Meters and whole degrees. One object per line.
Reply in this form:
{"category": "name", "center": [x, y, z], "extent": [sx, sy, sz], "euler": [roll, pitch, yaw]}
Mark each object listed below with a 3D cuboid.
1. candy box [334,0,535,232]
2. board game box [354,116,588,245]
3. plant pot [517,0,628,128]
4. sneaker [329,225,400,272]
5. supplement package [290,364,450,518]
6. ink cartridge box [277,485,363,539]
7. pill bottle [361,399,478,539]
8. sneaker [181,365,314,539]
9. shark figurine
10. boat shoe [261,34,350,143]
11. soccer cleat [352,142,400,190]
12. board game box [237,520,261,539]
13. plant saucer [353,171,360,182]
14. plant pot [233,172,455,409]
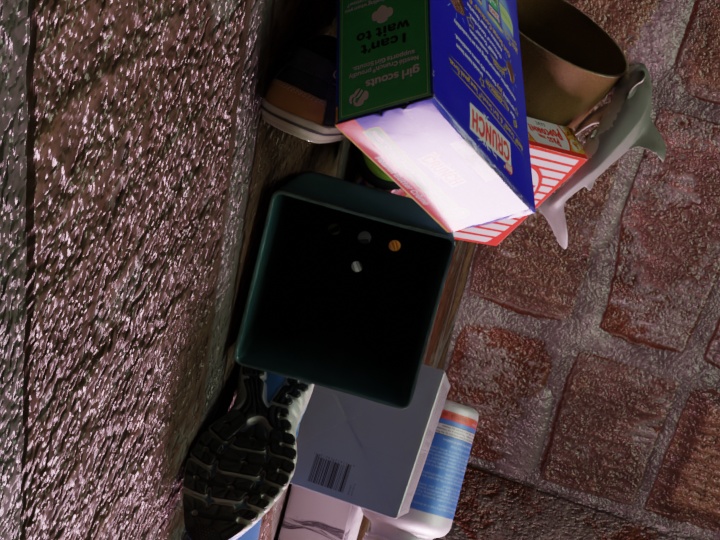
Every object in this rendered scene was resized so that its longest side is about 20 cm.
{"category": "candy box", "center": [0.053, -0.152, 0.927], "extent": [0.169, 0.077, 0.201], "euler": [41, 41, -51]}
{"category": "board game box", "center": [0.109, -0.098, 1.336], "extent": [0.152, 0.200, 0.046], "euler": [-46, -128, 35]}
{"category": "plant pot", "center": [0.157, -0.186, 1.420], "extent": [0.200, 0.186, 0.186], "euler": [-58, 180, 30]}
{"category": "sneaker", "center": [0.000, 0.000, 1.322], "extent": [0.200, 0.077, 0.078], "euler": [90, -14, -60]}
{"category": "supplement package", "center": [-0.003, 0.158, 1.350], "extent": [0.200, 0.151, 0.151], "euler": [57, 51, -80]}
{"category": "ink cartridge box", "center": [-0.039, 0.281, 1.610], "extent": [0.147, 0.082, 0.201], "euler": [-35, 140, -78]}
{"category": "pill bottle", "center": [0.064, 0.249, 1.555], "extent": [0.112, 0.112, 0.201], "euler": [64, 40, -78]}
{"category": "sneaker", "center": [-0.085, 0.149, 1.050], "extent": [0.200, 0.078, 0.090], "euler": [-63, 171, -49]}
{"category": "shark figurine", "center": [0.270, -0.125, 1.383], "extent": [0.215, 0.089, 0.128], "euler": [-57, -170, -6]}
{"category": "boat shoe", "center": [-0.014, -0.135, 0.954], "extent": [0.062, 0.074, 0.200], "euler": [-69, 168, 15]}
{"category": "soccer cleat", "center": [0.022, -0.111, 1.178], "extent": [0.200, 0.067, 0.081], "euler": [-88, -165, -59]}
{"category": "board game box", "center": [-0.124, 0.255, 1.149], "extent": [0.200, 0.039, 0.159], "euler": [-62, 162, -76]}
{"category": "plant saucer", "center": [0.013, -0.060, 1.440], "extent": [0.200, 0.031, 0.201], "euler": [18, 90, -82]}
{"category": "plant pot", "center": [-0.005, -0.004, 1.081], "extent": [0.200, 0.141, 0.142], "euler": [-73, 178, -73]}
